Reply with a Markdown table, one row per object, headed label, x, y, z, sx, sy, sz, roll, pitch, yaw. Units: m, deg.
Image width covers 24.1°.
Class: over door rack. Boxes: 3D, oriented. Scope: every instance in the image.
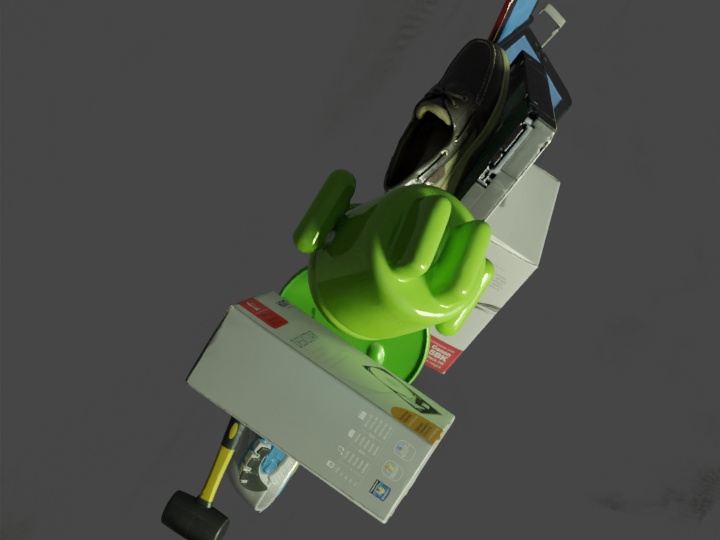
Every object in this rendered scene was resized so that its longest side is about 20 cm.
| label | x | y | z | sx | sy | sz | roll | pitch | yaw |
| --- | --- | --- | --- | --- | --- | --- | --- | --- | --- |
| over door rack | 0.201 | -0.224 | 2.168 | 0.148 | 0.066 | 0.200 | -54 | 174 | -29 |

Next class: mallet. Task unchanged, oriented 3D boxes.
| label | x | y | z | sx | sy | sz | roll | pitch | yaw |
| --- | --- | --- | --- | --- | --- | --- | --- | --- | --- |
| mallet | -0.144 | 0.178 | 1.678 | 0.041 | 0.065 | 0.202 | -28 | 136 | -74 |

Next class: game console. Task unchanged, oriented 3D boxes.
| label | x | y | z | sx | sy | sz | roll | pitch | yaw |
| --- | --- | --- | --- | --- | --- | --- | --- | --- | --- |
| game console | 0.205 | -0.253 | 1.835 | 0.118 | 0.173 | 0.200 | -29 | -174 | 26 |

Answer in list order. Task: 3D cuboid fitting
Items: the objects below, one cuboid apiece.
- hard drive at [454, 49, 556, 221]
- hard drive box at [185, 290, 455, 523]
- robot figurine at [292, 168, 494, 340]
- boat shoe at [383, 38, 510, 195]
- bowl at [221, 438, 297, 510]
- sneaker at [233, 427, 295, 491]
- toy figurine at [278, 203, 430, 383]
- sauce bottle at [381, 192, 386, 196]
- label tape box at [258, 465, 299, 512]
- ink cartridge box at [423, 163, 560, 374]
| label | x | y | z | sx | sy | sz | roll | pitch | yaw |
| --- | --- | --- | --- | --- | --- | --- | --- | --- | --- |
| hard drive | 0.136 | -0.128 | 1.675 | 0.140 | 0.038 | 0.200 | -52 | -168 | 20 |
| hard drive box | -0.030 | 0.109 | 1.407 | 0.077 | 0.199 | 0.156 | -57 | 175 | 9 |
| robot figurine | 0.028 | -0.004 | 1.423 | 0.200 | 0.174 | 0.117 | -22 | -136 | 61 |
| boat shoe | 0.084 | -0.143 | 1.631 | 0.065 | 0.073 | 0.202 | 42 | 66 | -49 |
| bowl | -0.082 | 0.160 | 1.856 | 0.201 | 0.074 | 0.200 | -56 | 173 | -2 |
| sneaker | -0.073 | 0.123 | 1.712 | 0.200 | 0.087 | 0.075 | -49 | 137 | 12 |
| toy figurine | 0.000 | 0.000 | 1.618 | 0.184 | 0.148 | 0.202 | -76 | 171 | -67 |
| sauce bottle | 0.037 | -0.043 | 1.806 | 0.066 | 0.066 | 0.201 | -51 | 171 | -42 |
| label tape box | -0.075 | 0.182 | 2.069 | 0.200 | 0.066 | 0.144 | -50 | 172 | -41 |
| ink cartridge box | 0.117 | -0.011 | 1.778 | 0.200 | 0.082 | 0.148 | -52 | -169 | 43 |
